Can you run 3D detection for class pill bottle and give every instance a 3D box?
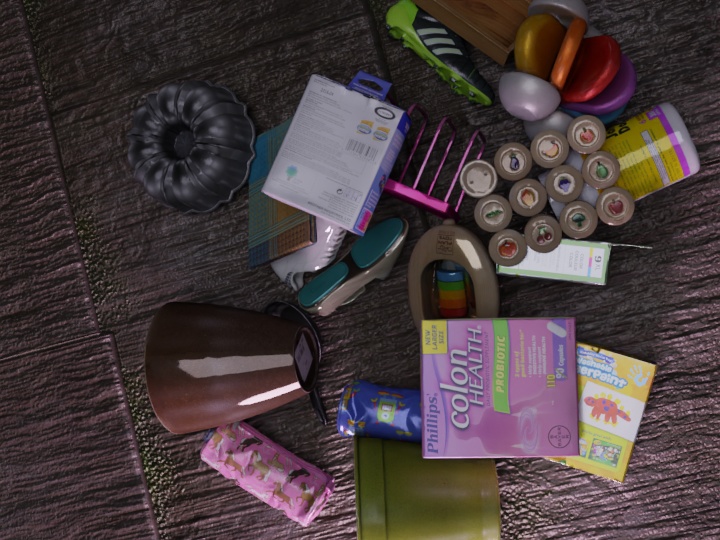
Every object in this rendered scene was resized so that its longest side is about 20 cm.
[{"bbox_3d":[0.344,-0.138,1.554,0.199,0.104,0.105,-26,84,10],"label":"pill bottle"}]

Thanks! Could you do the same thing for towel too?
[{"bbox_3d":[-0.110,-0.113,1.633,0.146,0.022,0.201,-21,64,45],"label":"towel"}]

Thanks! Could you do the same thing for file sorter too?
[{"bbox_3d":[0.060,-0.166,1.601,0.199,0.139,0.126,24,91,11],"label":"file sorter"}]

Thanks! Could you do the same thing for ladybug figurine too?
[{"bbox_3d":[0.134,0.024,1.597,0.135,0.072,0.201,7,110,28],"label":"ladybug figurine"}]

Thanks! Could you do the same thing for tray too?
[{"bbox_3d":[0.150,-0.378,1.612,0.200,0.037,0.099,38,65,9],"label":"tray"}]

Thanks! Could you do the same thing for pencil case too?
[{"bbox_3d":[-0.132,0.285,1.666,0.200,0.087,0.083,32,65,10],"label":"pencil case"},{"bbox_3d":[0.067,0.200,1.624,0.199,0.078,0.087,4,84,12],"label":"pencil case"}]

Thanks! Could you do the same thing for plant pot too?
[{"bbox_3d":[-0.166,0.128,1.606,0.199,0.187,0.188,-6,88,20],"label":"plant pot"},{"bbox_3d":[0.090,0.320,1.575,0.192,0.200,0.201,-3,89,0],"label":"plant pot"}]

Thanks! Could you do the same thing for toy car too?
[{"bbox_3d":[0.284,-0.257,1.515,0.150,0.200,0.176,13,75,34],"label":"toy car"}]

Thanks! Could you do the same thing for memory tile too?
[{"bbox_3d":[0.241,-0.102,1.500,0.199,0.017,0.154,-22,97,10],"label":"memory tile"}]

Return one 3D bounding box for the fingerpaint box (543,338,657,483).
[{"bbox_3d":[0.284,0.176,1.580,0.199,0.073,0.167,16,92,12],"label":"fingerpaint box"}]

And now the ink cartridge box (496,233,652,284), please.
[{"bbox_3d":[0.288,-0.013,1.566,0.199,0.104,0.060,5,91,12],"label":"ink cartridge box"}]

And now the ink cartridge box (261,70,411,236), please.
[{"bbox_3d":[-0.022,-0.164,1.507,0.136,0.076,0.201,24,91,11],"label":"ink cartridge box"}]

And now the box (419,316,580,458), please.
[{"bbox_3d":[0.177,0.150,1.500,0.199,0.097,0.177,-1,86,3],"label":"box"}]

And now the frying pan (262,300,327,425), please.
[{"bbox_3d":[-0.073,0.122,1.656,0.190,0.031,0.115,53,141,3],"label":"frying pan"}]

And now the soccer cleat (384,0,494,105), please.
[{"bbox_3d":[0.122,-0.313,1.627,0.200,0.068,0.081,43,85,10],"label":"soccer cleat"}]

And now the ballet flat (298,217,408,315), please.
[{"bbox_3d":[0.000,0.000,1.648,0.200,0.069,0.070,-36,83,15],"label":"ballet flat"}]

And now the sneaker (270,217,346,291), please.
[{"bbox_3d":[-0.054,-0.052,1.639,0.200,0.076,0.081,-40,81,36],"label":"sneaker"}]

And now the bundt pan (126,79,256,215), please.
[{"bbox_3d":[-0.256,-0.185,1.682,0.201,0.076,0.203,-2,85,22],"label":"bundt pan"}]
